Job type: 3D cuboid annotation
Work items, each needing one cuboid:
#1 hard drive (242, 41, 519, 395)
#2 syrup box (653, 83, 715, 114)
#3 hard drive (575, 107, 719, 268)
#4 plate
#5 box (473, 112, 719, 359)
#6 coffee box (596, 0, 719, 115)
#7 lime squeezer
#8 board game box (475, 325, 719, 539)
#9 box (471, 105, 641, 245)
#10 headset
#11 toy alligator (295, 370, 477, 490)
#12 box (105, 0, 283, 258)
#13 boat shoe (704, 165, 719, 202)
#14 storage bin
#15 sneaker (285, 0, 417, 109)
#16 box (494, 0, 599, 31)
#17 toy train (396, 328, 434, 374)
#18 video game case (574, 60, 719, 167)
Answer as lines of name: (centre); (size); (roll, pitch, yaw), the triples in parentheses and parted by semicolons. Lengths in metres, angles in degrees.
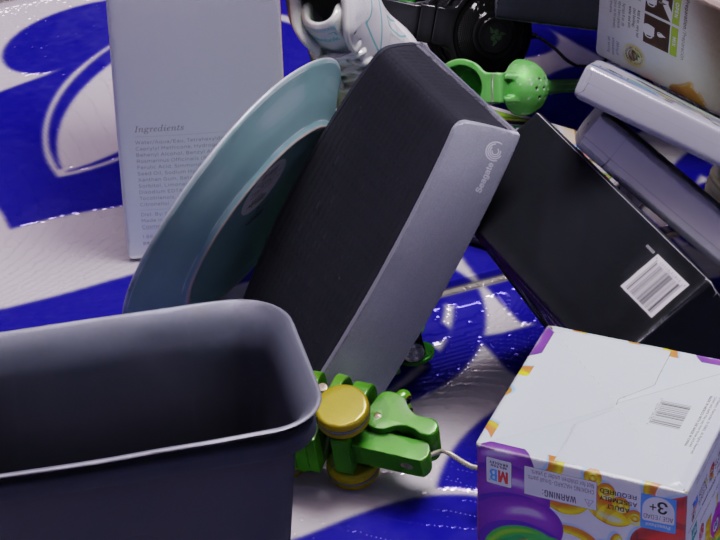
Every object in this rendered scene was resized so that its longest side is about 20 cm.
hard drive: (0.004, -0.023, 1.639); (0.042, 0.201, 0.135); (17, 20, -36)
syrup box: (0.300, -0.137, 1.907); (0.199, 0.082, 0.079); (21, 36, 30)
hard drive: (0.205, -0.019, 1.630); (0.200, 0.027, 0.132); (40, 7, -1)
plate: (-0.067, -0.037, 1.679); (0.026, 0.201, 0.200); (38, 44, 11)
box: (0.147, 0.022, 1.595); (0.079, 0.141, 0.200); (-41, 38, 1)
coffee box: (0.251, -0.141, 1.681); (0.199, 0.080, 0.114); (30, 50, 29)
lime squeezer: (0.076, -0.123, 1.863); (0.199, 0.038, 0.071); (-3, 22, -24)
board game box: (0.118, 0.144, 1.359); (0.102, 0.201, 0.105); (11, 35, 20)
box: (0.075, -0.064, 1.845); (0.199, 0.035, 0.110); (18, 37, 28)
headset: (0.083, -0.178, 1.946); (0.199, 0.095, 0.124); (10, 8, -3)
toy alligator: (0.003, 0.084, 1.581); (0.199, 0.059, 0.054); (6, 51, 13)
box: (-0.103, -0.133, 1.808); (0.106, 0.201, 0.153); (-3, 33, -3)
boat shoe: (0.277, -0.037, 1.755); (0.072, 0.065, 0.200); (-2, 28, -25)
storage bin: (-0.126, 0.108, 1.491); (0.199, 0.135, 0.146); (-8, 33, -11)
sneaker: (-0.013, -0.148, 1.772); (0.070, 0.201, 0.080); (-11, 34, 19)
box: (0.201, -0.244, 1.885); (0.199, 0.124, 0.199); (7, 30, 7)
toy train: (0.000, 0.000, 1.747); (0.056, 0.042, 0.200); (-15, 33, -2)
video game case: (0.216, -0.068, 1.624); (0.199, 0.022, 0.182); (26, 7, 3)
